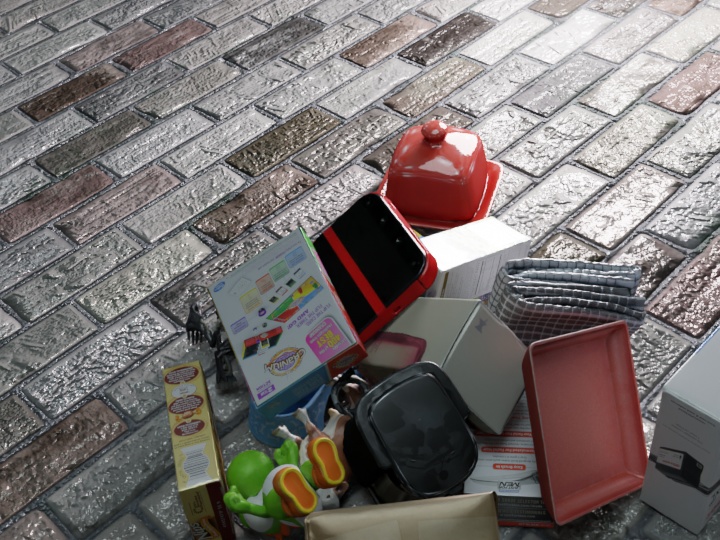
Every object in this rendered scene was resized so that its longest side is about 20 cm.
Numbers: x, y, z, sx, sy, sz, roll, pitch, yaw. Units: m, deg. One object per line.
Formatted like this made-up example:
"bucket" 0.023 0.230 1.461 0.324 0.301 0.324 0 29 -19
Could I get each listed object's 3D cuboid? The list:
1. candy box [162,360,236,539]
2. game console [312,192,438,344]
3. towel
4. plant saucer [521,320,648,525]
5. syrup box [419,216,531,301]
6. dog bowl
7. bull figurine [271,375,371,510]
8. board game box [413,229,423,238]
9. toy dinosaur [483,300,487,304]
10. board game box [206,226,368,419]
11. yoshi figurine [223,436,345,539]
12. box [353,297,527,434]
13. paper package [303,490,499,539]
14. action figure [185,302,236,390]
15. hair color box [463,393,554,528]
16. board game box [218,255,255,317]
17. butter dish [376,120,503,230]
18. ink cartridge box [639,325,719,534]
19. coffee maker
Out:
"candy box" -0.203 0.226 1.242 0.054 0.117 0.201 -12 41 -7
"game console" 0.000 0.000 1.318 0.177 0.031 0.201 -43 43 7
"towel" 0.260 0.073 1.294 0.196 0.167 0.087 4 46 -5
"plant saucer" 0.260 0.172 1.166 0.198 0.204 0.036 -8 -1 -43
"syrup box" 0.142 -0.005 1.377 0.198 0.083 0.078 -19 40 -41
"dog bowl" -0.076 0.152 1.359 0.110 0.050 0.200 20 48 27
"bull figurine" -0.034 0.214 1.257 0.122 0.065 0.200 48 47 1
"board game box" 0.052 0.019 1.486 0.164 0.057 0.200 -31 48 -22
"toy dinosaur" 0.201 0.083 1.408 0.198 0.061 0.107 -29 74 -18
"board game box" -0.097 0.064 1.269 0.152 0.040 0.202 -32 56 5
"yoshi figurine" -0.104 0.243 1.148 0.111 0.200 0.114 18 60 -22
"box" 0.101 0.114 1.241 0.110 0.128 0.199 -56 26 -19
"paper package" 0.051 0.306 1.055 0.196 0.191 0.105 -7 71 2
"action figure" -0.166 0.101 1.393 0.118 0.104 0.199 -26 29 -24
"hair color box" 0.186 0.217 1.241 0.109 0.065 0.202 1 41 9
"board game box" -0.133 0.020 1.418 0.094 0.031 0.201 -3 22 11
"butter dish" 0.124 -0.176 1.627 0.196 0.150 0.201 8 42 17
"ink cartridge box" 0.405 0.181 1.147 0.083 0.202 0.144 31 52 33
"coffee maker" 0.037 0.183 1.131 0.191 0.201 0.135 35 69 8
